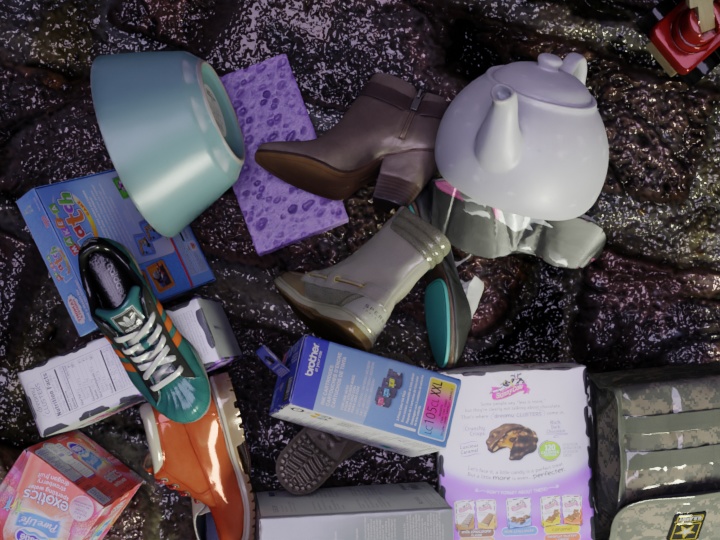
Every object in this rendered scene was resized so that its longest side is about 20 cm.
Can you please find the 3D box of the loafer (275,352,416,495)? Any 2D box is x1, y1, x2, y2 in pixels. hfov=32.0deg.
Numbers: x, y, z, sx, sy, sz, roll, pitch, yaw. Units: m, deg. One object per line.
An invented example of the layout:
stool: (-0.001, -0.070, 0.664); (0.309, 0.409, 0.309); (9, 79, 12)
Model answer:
loafer: (-0.018, 0.165, 1.377); (0.199, 0.068, 0.076); (-39, 90, -16)

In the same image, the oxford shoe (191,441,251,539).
oxford shoe: (-0.155, 0.236, 1.372); (0.070, 0.074, 0.203); (-12, 88, 4)

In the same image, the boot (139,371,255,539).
boot: (-0.166, 0.207, 1.285); (0.106, 0.075, 0.203); (-16, 115, -13)

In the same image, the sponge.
sponge: (-0.099, -0.129, 1.402); (0.110, 0.030, 0.203); (-21, 87, 0)

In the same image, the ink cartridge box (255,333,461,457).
ink cartridge box: (-0.013, 0.126, 1.278); (0.197, 0.136, 0.077); (15, 75, -10)

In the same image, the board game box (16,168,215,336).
board game box: (-0.253, -0.030, 1.324); (0.036, 0.199, 0.153); (-27, 88, 31)

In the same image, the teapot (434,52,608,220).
teapot: (0.178, -0.153, 1.296); (0.195, 0.200, 0.148); (6, 115, -21)

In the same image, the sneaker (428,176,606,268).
sneaker: (0.164, -0.058, 1.368); (0.197, 0.087, 0.081); (18, 115, -8)

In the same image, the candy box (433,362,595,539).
candy box: (0.165, 0.205, 1.368); (0.165, 0.072, 0.203); (-2, 89, 1)

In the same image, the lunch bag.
lunch bag: (0.331, 0.209, 1.339); (0.161, 0.118, 0.203); (-4, 96, -8)

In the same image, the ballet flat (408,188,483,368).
ballet flat: (0.097, 0.004, 1.374); (0.067, 0.068, 0.203); (-11, 84, -20)

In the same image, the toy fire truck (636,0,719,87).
toy fire truck: (0.383, -0.303, 1.309); (0.175, 0.200, 0.129); (-40, 89, 0)

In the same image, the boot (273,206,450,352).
boot: (0.000, 0.000, 1.336); (0.155, 0.199, 0.072); (-48, 118, -12)

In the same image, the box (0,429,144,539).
box: (-0.310, 0.240, 1.313); (0.102, 0.200, 0.095); (37, 89, 1)

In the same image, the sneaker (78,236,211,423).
sneaker: (-0.212, 0.059, 1.191); (0.071, 0.080, 0.201); (-33, 86, 0)

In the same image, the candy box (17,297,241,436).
candy box: (-0.237, 0.100, 1.323); (0.198, 0.168, 0.072); (-23, 87, 1)

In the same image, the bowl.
bowl: (-0.189, -0.147, 1.313); (0.104, 0.201, 0.203); (-20, 88, 8)

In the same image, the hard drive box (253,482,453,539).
hard drive box: (-0.012, 0.276, 1.316); (0.197, 0.156, 0.078); (-1, 90, -6)

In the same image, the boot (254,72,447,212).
boot: (-0.001, -0.151, 1.372); (0.197, 0.070, 0.148); (19, 68, -1)
